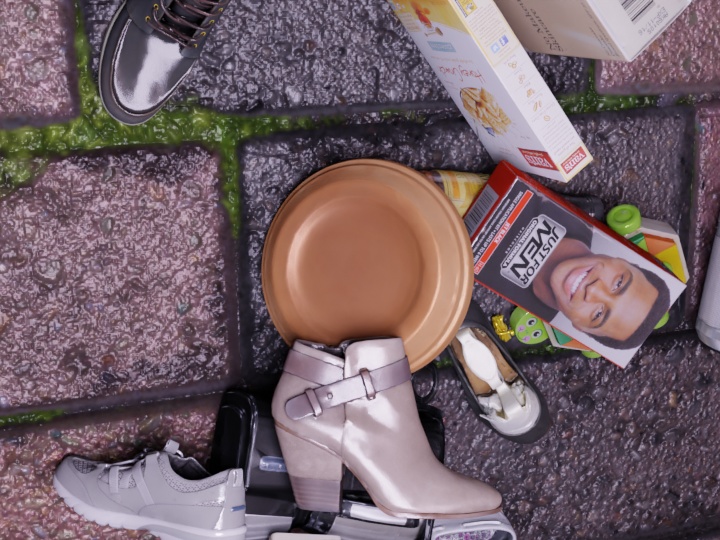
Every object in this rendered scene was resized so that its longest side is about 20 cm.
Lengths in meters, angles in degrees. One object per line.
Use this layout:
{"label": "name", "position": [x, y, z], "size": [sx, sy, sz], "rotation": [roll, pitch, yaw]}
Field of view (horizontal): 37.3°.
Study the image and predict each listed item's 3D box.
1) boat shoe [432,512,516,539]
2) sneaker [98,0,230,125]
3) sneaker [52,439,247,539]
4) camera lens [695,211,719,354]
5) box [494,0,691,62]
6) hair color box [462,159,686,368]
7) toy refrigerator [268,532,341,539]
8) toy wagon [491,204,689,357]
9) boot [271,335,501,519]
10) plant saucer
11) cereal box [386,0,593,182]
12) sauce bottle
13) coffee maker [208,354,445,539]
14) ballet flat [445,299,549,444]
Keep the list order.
{"label": "boat shoe", "position": [0.064, 0.288, 1.084], "size": [0.199, 0.068, 0.072], "rotation": [-7, 105, -19]}
{"label": "sneaker", "position": [-0.150, -0.209, 0.865], "size": [0.075, 0.106, 0.201], "rotation": [26, 93, -24]}
{"label": "sneaker", "position": [-0.178, 0.184, 0.928], "size": [0.075, 0.199, 0.082], "rotation": [13, 87, -66]}
{"label": "camera lens", "position": [0.443, 0.002, 1.104], "size": [0.159, 0.160, 0.201], "rotation": [5, 101, -21]}
{"label": "box", "position": [0.181, -0.244, 0.926], "size": [0.078, 0.200, 0.095], "rotation": [-45, 113, -5]}
{"label": "hair color box", "position": [0.187, -0.005, 0.980], "size": [0.199, 0.061, 0.102], "rotation": [29, 104, -18]}
{"label": "toy refrigerator", "position": [-0.067, 0.315, 0.975], "size": [0.070, 0.076, 0.200], "rotation": [6, 142, -14]}
{"label": "toy wagon", "position": [0.230, 0.027, 1.070], "size": [0.199, 0.040, 0.155], "rotation": [-28, 130, 2]}
{"label": "boot", "position": [0.024, 0.129, 0.899], "size": [0.199, 0.070, 0.147], "rotation": [3, 90, -8]}
{"label": "plant saucer", "position": [0.000, 0.000, 0.944], "size": [0.199, 0.037, 0.201], "rotation": [0, 90, 19]}
{"label": "cereal box", "position": [0.112, -0.173, 0.950], "size": [0.039, 0.144, 0.200], "rotation": [-40, 112, -7]}
{"label": "sauce bottle", "position": [0.141, -0.060, 1.033], "size": [0.199, 0.066, 0.066], "rotation": [1, 102, -24]}
{"label": "coffee maker", "position": [-0.034, 0.166, 1.001], "size": [0.199, 0.135, 0.193], "rotation": [12, 62, -23]}
{"label": "ballet flat", "position": [0.132, 0.114, 1.067], "size": [0.068, 0.068, 0.200], "rotation": [-34, 112, 8]}
